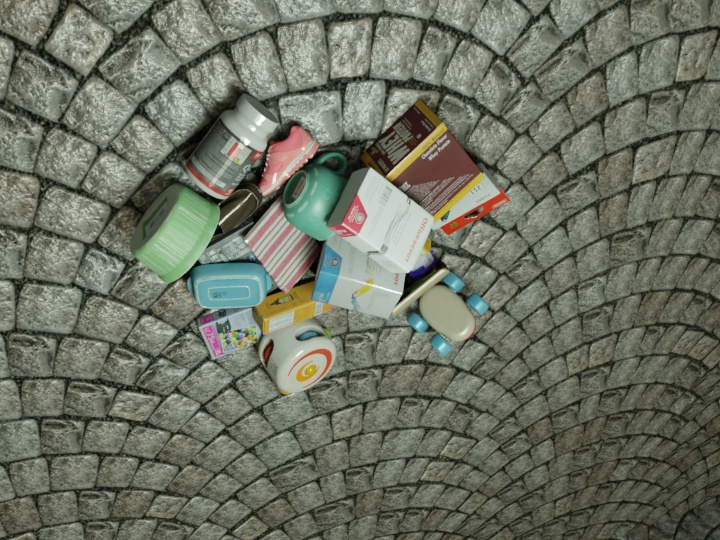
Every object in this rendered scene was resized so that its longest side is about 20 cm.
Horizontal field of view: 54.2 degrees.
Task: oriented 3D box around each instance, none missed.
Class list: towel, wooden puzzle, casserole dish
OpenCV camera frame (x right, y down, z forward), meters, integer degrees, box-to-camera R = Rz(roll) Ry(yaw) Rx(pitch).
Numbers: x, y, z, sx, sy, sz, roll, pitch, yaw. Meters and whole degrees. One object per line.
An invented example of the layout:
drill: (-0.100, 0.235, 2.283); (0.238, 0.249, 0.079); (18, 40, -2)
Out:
towel: (-0.184, -0.060, 1.666); (0.147, 0.030, 0.201); (-52, 132, -21)
wooden puzzle: (0.154, 0.045, 1.857); (0.184, 0.200, 0.037); (-40, 87, 7)
casserole dish: (-0.306, 0.041, 1.642); (0.196, 0.039, 0.123); (-2, 129, -5)

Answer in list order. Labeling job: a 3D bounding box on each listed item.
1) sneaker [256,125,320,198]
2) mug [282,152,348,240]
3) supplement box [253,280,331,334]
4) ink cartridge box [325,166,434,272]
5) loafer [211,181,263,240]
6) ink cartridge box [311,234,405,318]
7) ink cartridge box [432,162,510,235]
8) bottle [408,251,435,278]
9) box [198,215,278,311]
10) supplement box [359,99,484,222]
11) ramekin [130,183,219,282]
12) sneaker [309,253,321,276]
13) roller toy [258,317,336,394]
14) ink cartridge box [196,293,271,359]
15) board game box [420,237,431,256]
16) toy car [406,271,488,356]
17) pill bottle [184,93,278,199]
sneaker: (-0.182, -0.242, 1.563); (0.199, 0.074, 0.087); (-40, 101, 16)
mug: (-0.105, -0.174, 1.594); (0.114, 0.187, 0.151); (27, 135, -35)
supplement box: (-0.168, 0.089, 1.762); (0.198, 0.067, 0.069); (-17, 143, -28)
ink cartridge box: (0.046, -0.106, 1.540); (0.199, 0.083, 0.147); (35, 72, -25)
loafer: (-0.295, -0.117, 1.555); (0.199, 0.072, 0.073); (-36, 113, 22)
ink cartridge box: (0.000, 0.000, 1.668); (0.197, 0.149, 0.147); (15, 149, -6)
ink cartridge box: (0.261, -0.162, 1.771); (0.198, 0.044, 0.173); (-29, 136, 24)
bottle: (0.125, -0.070, 1.807); (0.083, 0.065, 0.201); (-35, 130, -2)
box: (-0.282, -0.017, 1.677); (0.156, 0.051, 0.201); (-29, 129, -1)
supplement box: (0.144, -0.242, 1.648); (0.197, 0.133, 0.200); (-42, 130, 9)
ramekin: (-0.397, -0.086, 1.488); (0.200, 0.201, 0.097); (-45, 122, 12)
sneaker: (-0.044, 0.023, 1.800); (0.197, 0.076, 0.116); (16, 158, -5)
roller toy: (-0.161, 0.218, 1.815); (0.199, 0.140, 0.183); (-41, 145, -3)
ink cartridge box: (-0.303, 0.142, 1.791); (0.197, 0.042, 0.121); (-22, 130, -10)
board game box: (0.050, -0.071, 1.722); (0.198, 0.041, 0.153); (-17, 139, 36)
toy car: (0.257, 0.135, 1.983); (0.185, 0.177, 0.200); (-48, 157, 1)
pill bottle: (-0.267, -0.259, 1.467); (0.115, 0.116, 0.200); (30, 109, -36)
